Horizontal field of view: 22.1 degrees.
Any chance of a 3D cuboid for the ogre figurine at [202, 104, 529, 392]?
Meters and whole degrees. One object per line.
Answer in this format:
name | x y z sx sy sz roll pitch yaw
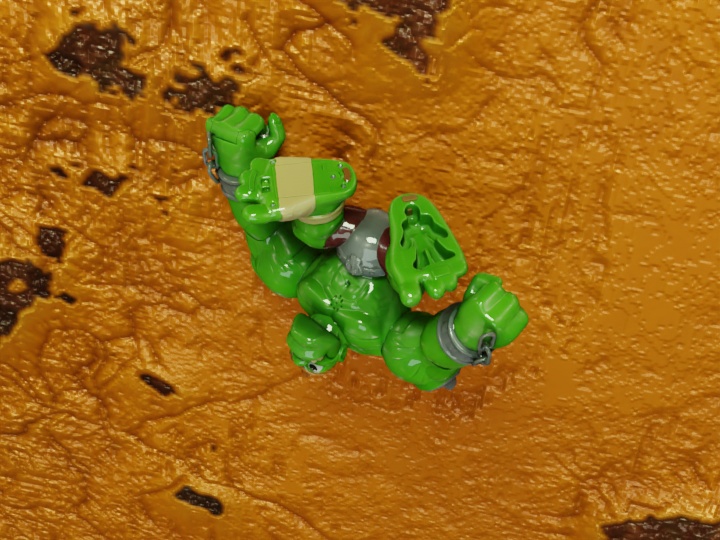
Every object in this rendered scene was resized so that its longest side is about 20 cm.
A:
ogre figurine | 0.000 0.000 1.001 0.199 0.099 0.120 16 148 10
